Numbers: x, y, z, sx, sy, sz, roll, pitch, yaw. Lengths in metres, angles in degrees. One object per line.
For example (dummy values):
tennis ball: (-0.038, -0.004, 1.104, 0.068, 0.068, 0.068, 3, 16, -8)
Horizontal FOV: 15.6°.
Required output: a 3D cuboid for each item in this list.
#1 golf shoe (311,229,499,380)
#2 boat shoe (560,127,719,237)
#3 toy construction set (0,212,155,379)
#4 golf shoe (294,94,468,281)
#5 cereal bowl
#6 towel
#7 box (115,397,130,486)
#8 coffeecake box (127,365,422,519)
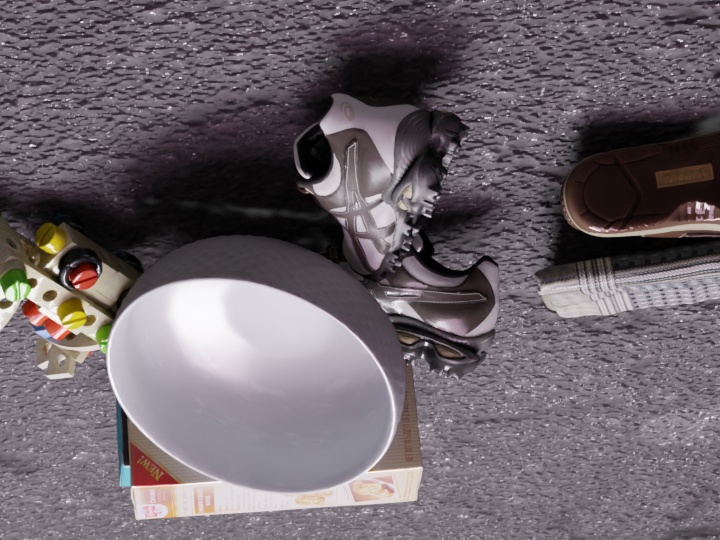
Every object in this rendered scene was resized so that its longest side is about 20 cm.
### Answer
golf shoe: (0.000, 0.000, 1.781, 0.199, 0.095, 0.078, 18, -169, -1)
boat shoe: (0.227, -0.056, 1.709, 0.201, 0.075, 0.075, 0, 174, -7)
toy construction set: (-0.215, 0.025, 1.751, 0.131, 0.092, 0.200, -40, 154, 12)
golf shoe: (0.003, -0.060, 1.639, 0.094, 0.078, 0.200, 22, 155, -2)
cereal bowl: (-0.062, 0.050, 1.714, 0.199, 0.083, 0.201, 10, 135, 10)
towel: (0.217, 0.008, 1.804, 0.192, 0.035, 0.200, -9, 174, 6)
box: (-0.084, 0.115, 1.983, 0.199, 0.083, 0.049, -1, 156, -8)
coffeecake box: (-0.064, 0.085, 1.836, 0.199, 0.154, 0.073, -4, 156, -4)
